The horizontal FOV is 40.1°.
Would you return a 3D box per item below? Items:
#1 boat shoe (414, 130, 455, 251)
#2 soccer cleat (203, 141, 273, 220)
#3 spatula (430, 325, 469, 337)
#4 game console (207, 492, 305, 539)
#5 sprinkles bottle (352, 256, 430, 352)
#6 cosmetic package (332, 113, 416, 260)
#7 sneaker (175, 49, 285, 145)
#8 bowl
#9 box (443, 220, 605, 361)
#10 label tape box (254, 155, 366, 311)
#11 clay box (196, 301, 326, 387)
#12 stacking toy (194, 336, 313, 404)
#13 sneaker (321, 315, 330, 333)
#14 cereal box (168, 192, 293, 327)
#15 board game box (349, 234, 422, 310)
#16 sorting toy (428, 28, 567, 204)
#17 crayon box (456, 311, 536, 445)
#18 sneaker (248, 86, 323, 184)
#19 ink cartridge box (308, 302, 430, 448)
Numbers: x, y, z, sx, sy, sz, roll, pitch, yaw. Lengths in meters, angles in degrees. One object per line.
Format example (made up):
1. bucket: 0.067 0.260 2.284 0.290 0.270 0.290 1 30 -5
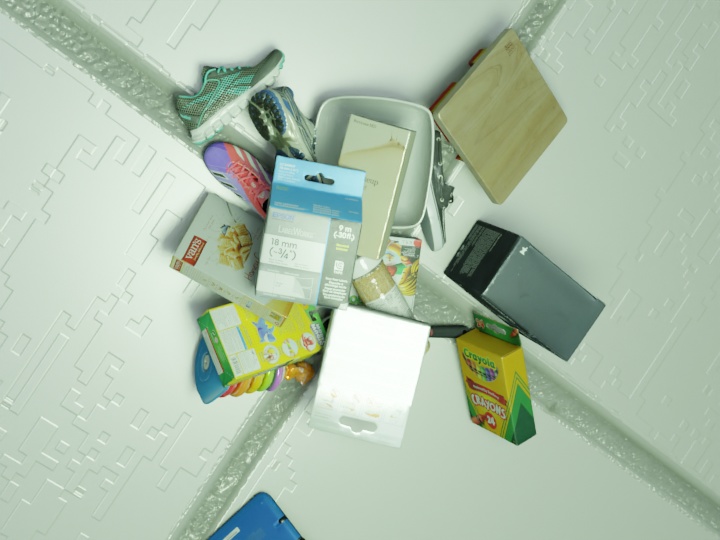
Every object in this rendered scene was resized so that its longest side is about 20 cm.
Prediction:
1. boat shoe: 0.127 -0.136 1.651 0.065 0.070 0.205 -13 95 -10
2. soccer cleat: -0.166 -0.132 1.556 0.199 0.073 0.068 42 93 -5
3. spatula: 0.097 0.105 1.695 0.195 0.021 0.058 3 97 -16
4. game console: -0.178 0.512 1.699 0.199 0.118 0.171 -41 75 -5
5. sprinkles bottle: 0.042 0.057 1.617 0.068 0.068 0.202 -32 105 -7
6. cosmetic package: 0.011 -0.129 1.520 0.101 0.073 0.204 15 101 8
7. sneaker: -0.205 -0.289 1.532 0.199 0.078 0.092 -41 102 -7
8. bowl: 0.022 -0.176 1.585 0.195 0.075 0.205 7 100 8
9. box: 0.268 0.030 1.642 0.195 0.200 0.118 36 89 -17
10. label tape box: -0.073 -0.055 1.460 0.141 0.063 0.205 9 101 -7
11. clay box: -0.148 0.098 1.551 0.198 0.047 0.117 -15 77 -43
12. stacking toy: -0.164 0.158 1.610 0.197 0.109 0.118 8 63 -31
13. sneaker: 0.000 0.173 1.640 0.073 0.112 0.202 -36 106 -5
14. cereal box: -0.182 -0.018 1.540 0.197 0.040 0.145 29 50 -8
15. board game box: 0.000 0.000 1.652 0.196 0.035 0.129 5 98 -15
16. sorting toy: 0.219 -0.252 1.625 0.201 0.069 0.199 -49 120 -16
17. crayon box: 0.228 0.183 1.680 0.050 0.126 0.204 -23 112 -26
18. sneaker: -0.094 -0.196 1.533 0.085 0.076 0.203 -41 115 -47
19. ink cartridge box: 0.013 0.164 1.567 0.157 0.047 0.204 13 93 -6
